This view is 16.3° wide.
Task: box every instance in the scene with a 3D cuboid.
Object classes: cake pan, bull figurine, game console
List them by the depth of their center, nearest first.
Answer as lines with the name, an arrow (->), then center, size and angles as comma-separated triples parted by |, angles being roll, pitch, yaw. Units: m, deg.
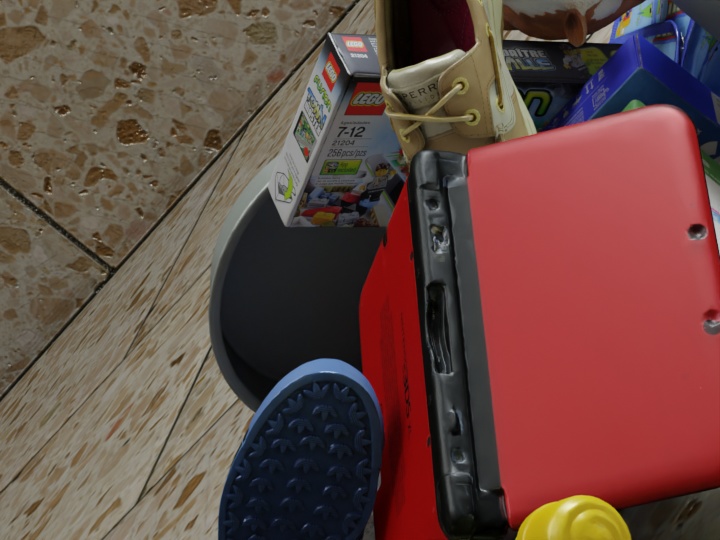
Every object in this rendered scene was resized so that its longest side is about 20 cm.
game console -> 0.078, 0.047, 1.109 | 0.173, 0.118, 0.201 | 111, 160, -50
bull figurine -> 0.102, -0.160, 1.359 | 0.200, 0.121, 0.065 | -21, -65, -63
cake pan -> 0.000, 0.000, 1.436 | 0.200, 0.200, 0.037 | -50, 38, 6

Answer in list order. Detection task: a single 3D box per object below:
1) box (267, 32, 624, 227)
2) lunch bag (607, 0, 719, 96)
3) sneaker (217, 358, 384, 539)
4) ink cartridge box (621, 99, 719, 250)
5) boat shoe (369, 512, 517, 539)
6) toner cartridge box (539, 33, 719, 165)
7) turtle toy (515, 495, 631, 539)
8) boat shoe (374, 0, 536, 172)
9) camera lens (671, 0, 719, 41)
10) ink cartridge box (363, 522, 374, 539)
box -> 0.059, -0.074, 1.360 | 0.035, 0.199, 0.110 | 64, 144, 39
lunch bag -> 0.189, -0.113, 1.458 | 0.201, 0.094, 0.151 | -65, 14, -8
sneaker -> -0.033, 0.120, 1.153 | 0.078, 0.070, 0.201 | -83, 8, -65
ink cartridge box -> 0.120, 0.021, 1.223 | 0.145, 0.084, 0.200 | -48, 11, 18
boat shoe -> 0.043, 0.100, 1.273 | 0.200, 0.072, 0.071 | 152, 139, -76
toner cartridge box -> 0.118, -0.024, 1.357 | 0.200, 0.095, 0.043 | -47, 19, 24
turtle toy -> 0.049, 0.181, 0.917 | 0.200, 0.101, 0.146 | -58, 12, -31
boat shoe -> 0.039, -0.090, 1.241 | 0.074, 0.201, 0.066 | -19, -17, 28
camera lens -> 0.245, -0.207, 1.266 | 0.200, 0.160, 0.160 | -51, 10, -1
ink cartridge box -> 0.010, 0.112, 1.503 | 0.200, 0.050, 0.161 | -52, 10, 6
